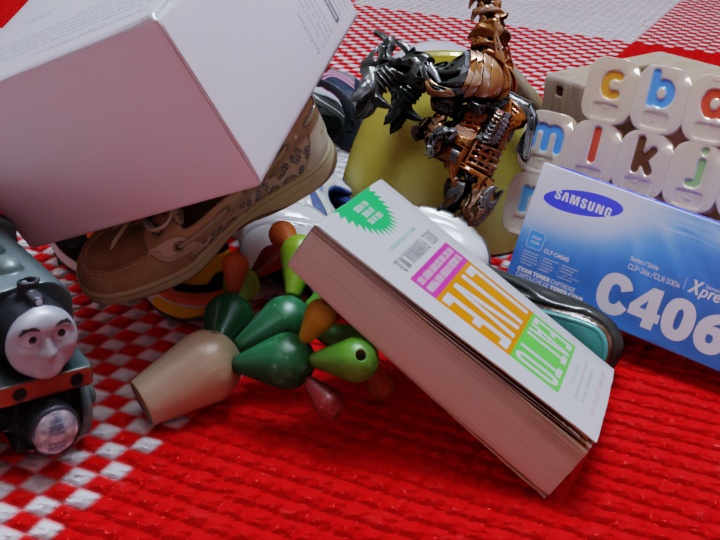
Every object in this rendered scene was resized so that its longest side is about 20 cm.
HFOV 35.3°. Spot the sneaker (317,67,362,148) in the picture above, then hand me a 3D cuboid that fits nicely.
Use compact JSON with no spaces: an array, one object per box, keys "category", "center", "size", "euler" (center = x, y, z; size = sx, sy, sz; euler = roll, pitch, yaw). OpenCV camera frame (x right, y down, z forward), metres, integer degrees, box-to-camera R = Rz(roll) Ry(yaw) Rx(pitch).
[{"category":"sneaker","center":[-0.014,-0.191,1.265],"size":[0.081,0.071,0.200],"euler":[-11,29,-22]}]

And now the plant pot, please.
[{"category":"plant pot","center":[0.080,-0.117,1.022],"size":[0.198,0.143,0.200],"euler":[3,23,-1]}]

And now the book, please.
[{"category":"book","center":[0.062,0.031,0.699],"size":[0.200,0.048,0.134],"euler":[39,25,4]}]

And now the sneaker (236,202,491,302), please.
[{"category":"sneaker","center":[0.000,0.000,0.863],"size":[0.198,0.075,0.087],"euler":[0,38,6]}]

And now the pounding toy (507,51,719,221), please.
[{"category":"pounding toy","center":[0.208,-0.104,0.954],"size":[0.199,0.186,0.142],"euler":[-16,30,-36]}]

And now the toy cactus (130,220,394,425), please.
[{"category":"toy cactus","center":[-0.066,0.049,0.726],"size":[0.164,0.103,0.200],"euler":[-29,37,-19]}]

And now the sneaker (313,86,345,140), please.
[{"category":"sneaker","center":[-0.107,-0.135,1.150],"size":[0.198,0.081,0.087],"euler":[-7,46,-20]}]

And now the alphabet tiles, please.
[{"category":"alphabet tiles","center":[0.204,-0.053,0.841],"size":[0.199,0.197,0.015],"euler":[17,8,31]}]

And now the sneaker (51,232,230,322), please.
[{"category":"sneaker","center":[-0.168,-0.034,0.869],"size":[0.199,0.091,0.070],"euler":[23,31,37]}]

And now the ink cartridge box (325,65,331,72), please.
[{"category":"ink cartridge box","center":[-0.126,-0.121,0.922],"size":[0.109,0.199,0.051],"euler":[35,30,-47]}]

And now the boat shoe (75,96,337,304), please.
[{"category":"boat shoe","center":[-0.110,-0.052,0.764],"size":[0.199,0.063,0.073],"euler":[-35,55,-11]}]

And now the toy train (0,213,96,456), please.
[{"category":"toy train","center":[-0.223,0.032,0.687],"size":[0.085,0.115,0.200],"euler":[-14,29,-32]}]

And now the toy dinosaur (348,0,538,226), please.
[{"category":"toy dinosaur","center":[0.077,-0.140,0.888],"size":[0.135,0.202,0.102],"euler":[7,-20,23]}]

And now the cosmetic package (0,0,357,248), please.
[{"category":"cosmetic package","center":[-0.136,-0.137,0.741],"size":[0.198,0.123,0.201],"euler":[-12,35,31]}]

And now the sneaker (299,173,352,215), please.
[{"category":"sneaker","center":[-0.049,-0.066,1.006],"size":[0.087,0.076,0.200],"euler":[20,26,-4]}]

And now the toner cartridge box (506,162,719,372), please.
[{"category":"toner cartridge box","center":[0.209,0.000,0.803],"size":[0.199,0.096,0.043],"euler":[23,10,30]}]

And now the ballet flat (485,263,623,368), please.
[{"category":"ballet flat","center":[0.090,0.027,0.806],"size":[0.199,0.069,0.068],"euler":[22,19,16]}]

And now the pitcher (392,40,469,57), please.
[{"category":"pitcher","center":[0.118,-0.172,1.190],"size":[0.171,0.122,0.199],"euler":[22,19,31]}]
